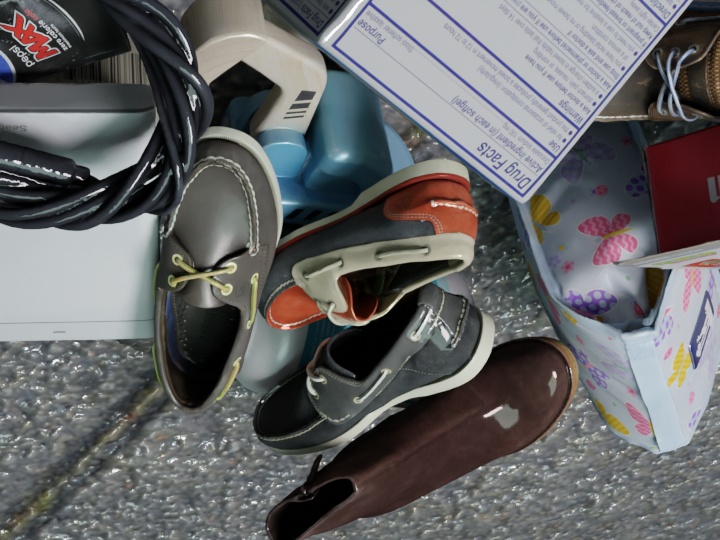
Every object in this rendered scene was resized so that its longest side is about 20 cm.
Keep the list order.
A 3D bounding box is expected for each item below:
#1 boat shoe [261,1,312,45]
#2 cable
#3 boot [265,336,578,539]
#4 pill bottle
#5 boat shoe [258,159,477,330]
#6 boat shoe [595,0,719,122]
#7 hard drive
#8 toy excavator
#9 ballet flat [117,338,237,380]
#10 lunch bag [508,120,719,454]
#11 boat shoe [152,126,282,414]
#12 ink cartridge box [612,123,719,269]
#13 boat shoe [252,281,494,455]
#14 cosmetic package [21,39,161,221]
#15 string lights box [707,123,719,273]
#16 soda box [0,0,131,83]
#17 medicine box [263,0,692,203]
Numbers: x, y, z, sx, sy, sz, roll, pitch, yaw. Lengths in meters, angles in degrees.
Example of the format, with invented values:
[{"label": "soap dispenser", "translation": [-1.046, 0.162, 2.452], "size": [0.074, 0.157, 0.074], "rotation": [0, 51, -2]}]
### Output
[{"label": "boat shoe", "translation": [0.033, -0.148, 1.054], "size": [0.199, 0.072, 0.060], "rotation": [20, 91, -20]}, {"label": "cable", "translation": [-0.174, -0.102, 0.909], "size": [0.163, 0.051, 0.200], "rotation": [-39, 100, 3]}, {"label": "boot", "translation": [0.044, 0.123, 1.143], "size": [0.200, 0.073, 0.166], "rotation": [-36, 173, 35]}, {"label": "pill bottle", "translation": [-0.024, 0.039, 1.223], "size": [0.199, 0.111, 0.111], "rotation": [8, 137, -25]}, {"label": "boat shoe", "translation": [0.000, 0.000, 1.041], "size": [0.071, 0.063, 0.200], "rotation": [10, 152, -38]}, {"label": "boat shoe", "translation": [0.203, -0.128, 1.023], "size": [0.199, 0.072, 0.073], "rotation": [-13, 114, 7]}, {"label": "hard drive", "translation": [-0.188, -0.030, 1.020], "size": [0.131, 0.027, 0.201], "rotation": [-1, 138, -6]}, {"label": "toy excavator", "translation": [-0.039, -0.092, 1.048], "size": [0.193, 0.100, 0.200], "rotation": [5, 146, -24]}, {"label": "ballet flat", "translation": [-0.156, 0.041, 1.225], "size": [0.057, 0.067, 0.200], "rotation": [-29, 138, 34]}, {"label": "lunch bag", "translation": [0.187, 0.010, 1.177], "size": [0.126, 0.201, 0.170], "rotation": [-19, 140, 9]}, {"label": "boat shoe", "translation": [-0.090, 0.005, 1.031], "size": [0.071, 0.061, 0.202], "rotation": [11, 133, 2]}, {"label": "ink cartridge box", "translation": [0.273, -0.057, 1.012], "size": [0.175, 0.084, 0.200], "rotation": [-1, 171, -36]}, {"label": "boat shoe", "translation": [-0.006, 0.062, 1.108], "size": [0.067, 0.072, 0.200], "rotation": [29, 136, -35]}, {"label": "cosmetic package", "translation": [-0.181, -0.056, 1.078], "size": [0.103, 0.088, 0.200], "rotation": [7, 137, -17]}, {"label": "string lights box", "translation": [0.343, -0.042, 1.236], "size": [0.199, 0.103, 0.059], "rotation": [7, 136, -22]}, {"label": "soda box", "translation": [-0.238, -0.143, 0.973], "size": [0.199, 0.071, 0.063], "rotation": [-16, 140, 2]}, {"label": "medicine box", "translation": [0.076, -0.173, 0.940], "size": [0.182, 0.103, 0.200], "rotation": [34, 99, -38]}]
